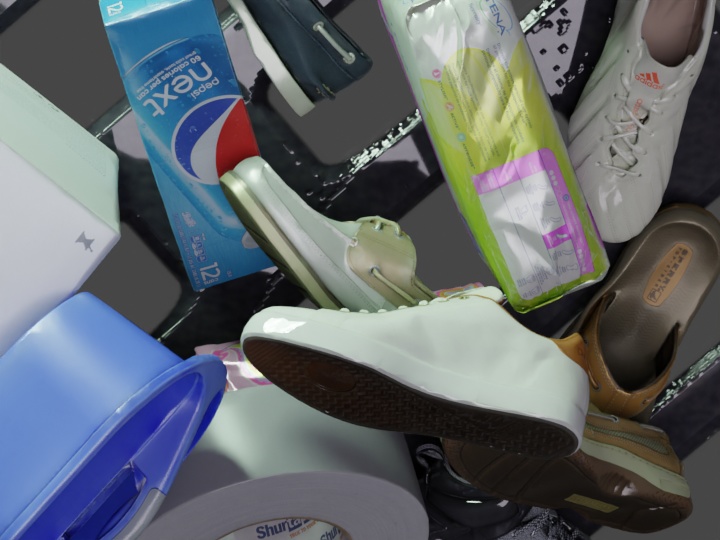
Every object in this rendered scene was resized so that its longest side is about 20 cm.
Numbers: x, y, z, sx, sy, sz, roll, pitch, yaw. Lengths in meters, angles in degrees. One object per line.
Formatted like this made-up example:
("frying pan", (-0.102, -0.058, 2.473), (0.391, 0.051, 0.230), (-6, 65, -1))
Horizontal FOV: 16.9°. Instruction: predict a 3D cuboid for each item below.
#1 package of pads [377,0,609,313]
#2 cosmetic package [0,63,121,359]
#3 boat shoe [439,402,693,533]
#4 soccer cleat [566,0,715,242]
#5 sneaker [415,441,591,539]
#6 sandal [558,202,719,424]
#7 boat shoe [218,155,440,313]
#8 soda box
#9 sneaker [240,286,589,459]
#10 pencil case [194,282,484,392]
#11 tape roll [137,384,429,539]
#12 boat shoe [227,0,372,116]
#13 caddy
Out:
("package of pads", (0.074, -0.087, 1.426), (0.068, 0.155, 0.201), (-23, 107, 0))
("cosmetic package", (-0.243, -0.004, 1.385), (0.123, 0.200, 0.200), (38, 97, -15))
("boat shoe", (0.121, 0.101, 1.468), (0.072, 0.076, 0.200), (-27, 144, 35))
("soccer cleat", (0.172, -0.110, 1.472), (0.069, 0.078, 0.201), (10, 104, -10))
("sneaker", (0.116, 0.165, 1.533), (0.199, 0.076, 0.114), (12, 119, -7))
("sandal", (0.170, 0.052, 1.528), (0.080, 0.054, 0.201), (24, 107, -12))
("boat shoe", (0.000, 0.000, 1.413), (0.068, 0.075, 0.200), (-44, 112, -3))
("soda box", (-0.098, -0.089, 1.414), (0.064, 0.068, 0.201), (-18, 129, -2))
("sneaker", (0.033, 0.044, 1.371), (0.199, 0.073, 0.085), (16, 59, -5))
("pencil case", (-0.003, 0.067, 1.496), (0.199, 0.087, 0.088), (-13, 107, -4))
("tape roll", (-0.062, 0.151, 1.463), (0.199, 0.066, 0.201), (-11, 144, -8))
("boat shoe", (-0.062, -0.185, 1.423), (0.062, 0.075, 0.200), (-31, 108, 4))
("caddy", (-0.157, 0.110, 1.319), (0.105, 0.141, 0.200), (42, 89, 16))
